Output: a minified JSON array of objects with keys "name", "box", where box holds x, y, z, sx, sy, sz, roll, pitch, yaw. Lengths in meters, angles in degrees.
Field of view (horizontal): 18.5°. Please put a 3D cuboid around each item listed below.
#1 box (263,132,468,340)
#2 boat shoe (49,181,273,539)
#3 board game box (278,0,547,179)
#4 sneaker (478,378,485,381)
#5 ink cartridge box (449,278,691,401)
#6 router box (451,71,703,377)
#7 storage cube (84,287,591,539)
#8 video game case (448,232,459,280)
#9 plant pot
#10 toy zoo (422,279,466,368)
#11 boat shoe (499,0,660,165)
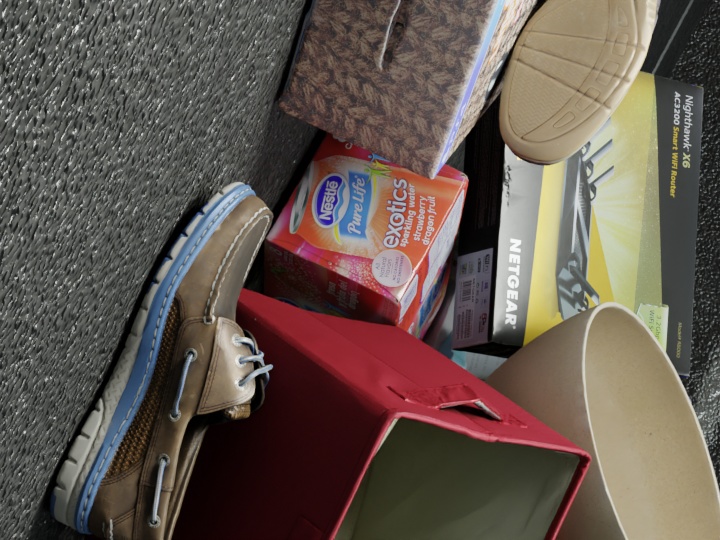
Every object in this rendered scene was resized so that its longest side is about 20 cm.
[{"name":"box","box":[0.000,0.000,1.418,0.100,0.095,0.200,-61,171,-21]},{"name":"boat shoe","box":[-0.085,0.053,1.152,0.200,0.072,0.072,-64,170,0]},{"name":"board game box","box":[0.053,-0.175,1.239,0.200,0.097,0.160,-52,165,-54]},{"name":"sneaker","box":[0.004,0.117,1.419,0.074,0.200,0.081,71,8,-67]},{"name":"ink cartridge box","box":[0.129,0.025,1.653,0.198,0.200,0.047,-120,-140,-59]},{"name":"router box","box":[0.143,-0.036,1.442,0.052,0.157,0.200,-14,-111,59]},{"name":"storage cube","box":[-0.017,0.130,1.231,0.171,0.180,0.200,15,104,-45]},{"name":"video game case","box":[0.086,-0.018,1.581,0.022,0.182,0.200,-65,171,13]},{"name":"plant pot","box":[0.121,0.134,1.341,0.134,0.200,0.200,-20,-168,25]},{"name":"toy zoo","box":[0.010,0.068,1.557,0.200,0.020,0.131,-8,-131,58]},{"name":"boat shoe","box":[0.138,-0.143,1.276,0.065,0.072,0.200,73,37,-70]}]
